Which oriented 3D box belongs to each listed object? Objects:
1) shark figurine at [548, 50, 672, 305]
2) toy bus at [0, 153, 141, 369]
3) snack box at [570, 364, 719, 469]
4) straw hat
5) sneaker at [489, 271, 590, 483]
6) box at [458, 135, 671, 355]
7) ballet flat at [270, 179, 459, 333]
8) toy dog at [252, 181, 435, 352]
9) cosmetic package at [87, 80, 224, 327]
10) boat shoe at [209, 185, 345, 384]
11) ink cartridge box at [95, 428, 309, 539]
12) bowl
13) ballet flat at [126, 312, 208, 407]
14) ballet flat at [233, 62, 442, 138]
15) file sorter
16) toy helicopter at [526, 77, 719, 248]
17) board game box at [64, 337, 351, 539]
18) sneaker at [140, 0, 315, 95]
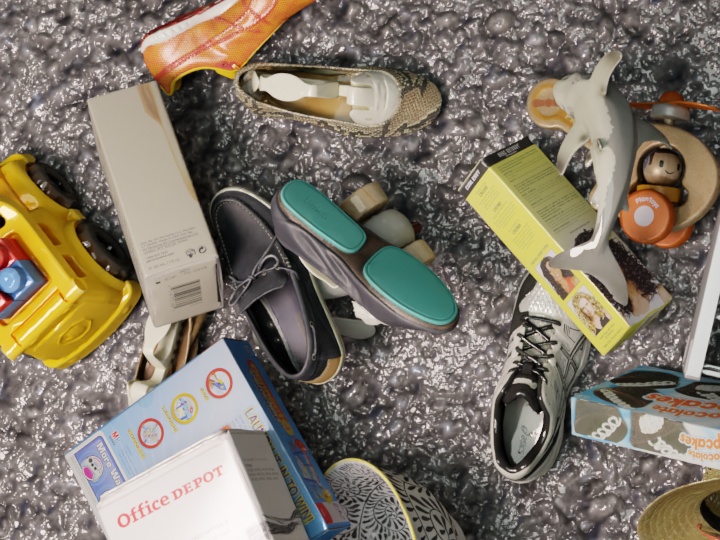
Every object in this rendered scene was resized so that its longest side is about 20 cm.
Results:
[{"bbox_3d":[0.222,-0.092,1.336,0.089,0.128,0.216,11,59,-22],"label":"shark figurine"},{"bbox_3d":[-0.333,-0.012,1.493,0.136,0.192,0.200,-42,78,11],"label":"toy bus"},{"bbox_3d":[0.289,0.125,1.323,0.199,0.116,0.037,10,108,41],"label":"snack box"},{"bbox_3d":[0.333,0.190,1.352,0.199,0.202,0.086,-2,52,14],"label":"straw hat"},{"bbox_3d":[0.160,0.092,1.413,0.075,0.088,0.202,7,89,16],"label":"sneaker"},{"bbox_3d":[0.181,-0.024,1.408,0.200,0.075,0.050,49,136,13],"label":"box"},{"bbox_3d":[0.000,0.000,1.381,0.199,0.073,0.073,38,98,13],"label":"ballet flat"},{"bbox_3d":[-0.012,-0.001,1.473,0.199,0.096,0.133,-18,87,28],"label":"toy dog"},{"bbox_3d":[-0.189,-0.062,1.464,0.070,0.105,0.201,-16,64,-10],"label":"cosmetic package"},{"bbox_3d":[-0.082,0.012,1.422,0.074,0.062,0.201,-33,78,29],"label":"boat shoe"},{"bbox_3d":[-0.117,0.253,1.338,0.145,0.085,0.201,-29,77,17],"label":"ink cartridge box"},{"bbox_3d":[0.038,0.266,1.420,0.200,0.093,0.203,5,96,58],"label":"bowl"},{"bbox_3d":[-0.189,0.088,1.511,0.067,0.072,0.202,15,93,20],"label":"ballet flat"},{"bbox_3d":[-0.027,-0.162,1.475,0.198,0.075,0.069,8,89,14],"label":"ballet flat"},{"bbox_3d":[0.354,0.004,1.340,0.123,0.139,0.202,13,92,11],"label":"file sorter"},{"bbox_3d":[0.235,-0.118,1.409,0.200,0.079,0.133,37,104,25],"label":"toy helicopter"},{"bbox_3d":[-0.140,0.198,1.429,0.195,0.056,0.201,-35,73,15],"label":"board game box"},{"bbox_3d":[-0.112,-0.231,1.513,0.199,0.073,0.078,-24,105,17],"label":"sneaker"}]
